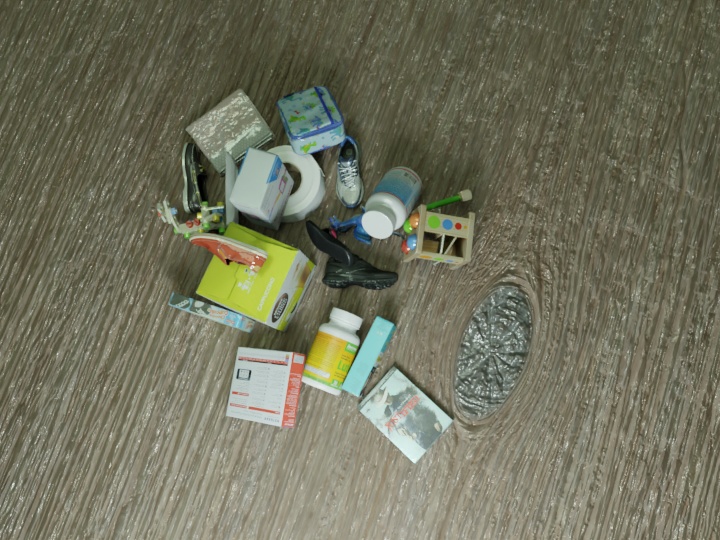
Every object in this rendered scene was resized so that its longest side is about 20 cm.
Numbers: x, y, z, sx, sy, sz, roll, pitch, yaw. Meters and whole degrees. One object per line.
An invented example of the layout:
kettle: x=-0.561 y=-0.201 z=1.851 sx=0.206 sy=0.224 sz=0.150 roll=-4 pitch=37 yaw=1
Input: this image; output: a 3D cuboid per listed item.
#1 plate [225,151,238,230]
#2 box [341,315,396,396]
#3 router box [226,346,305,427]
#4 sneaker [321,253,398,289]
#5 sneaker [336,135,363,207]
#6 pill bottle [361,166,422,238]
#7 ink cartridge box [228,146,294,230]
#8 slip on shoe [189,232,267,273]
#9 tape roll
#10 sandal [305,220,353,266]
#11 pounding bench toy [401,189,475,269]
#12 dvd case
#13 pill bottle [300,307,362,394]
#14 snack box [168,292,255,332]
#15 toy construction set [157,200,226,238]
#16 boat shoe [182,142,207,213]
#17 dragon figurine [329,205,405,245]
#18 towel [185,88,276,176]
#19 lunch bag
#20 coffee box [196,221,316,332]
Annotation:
plate: x=-0.339 y=-0.186 z=1.728 sx=0.032 sy=0.200 sz=0.200 roll=-1 pitch=77 yaw=-9
box: x=0.023 y=0.217 z=1.642 sx=0.049 sy=0.082 sz=0.200 roll=25 pitch=83 yaw=12
router box: x=-0.240 y=0.288 z=1.636 sx=0.200 sy=0.049 sz=0.180 roll=1 pitch=77 yaw=38
sneaker: x=0.000 y=0.000 z=1.700 sx=0.200 sy=0.076 sz=0.091 roll=4 pitch=70 yaw=6
sneaker: x=-0.036 y=-0.270 z=1.754 sx=0.077 sy=0.085 sz=0.200 roll=-6 pitch=78 yaw=7
pill bottle: x=0.078 y=-0.171 z=1.658 sx=0.109 sy=0.109 sz=0.200 roll=21 pitch=45 yaw=12
ink cartridge box: x=-0.243 y=-0.201 z=1.639 sx=0.085 sy=0.200 sz=0.145 roll=17 pitch=81 yaw=8
slip on shoe: x=-0.320 y=-0.045 z=1.553 sx=0.200 sy=0.074 sz=0.061 roll=18 pitch=84 yaw=10
tape roll: x=-0.199 y=-0.236 z=1.778 sx=0.202 sy=0.071 sz=0.203 roll=-2 pitch=77 yaw=8
sandal: x=-0.074 y=-0.075 z=1.709 sx=0.045 sy=0.075 sz=0.200 roll=-34 pitch=48 yaw=-25
pounding bench toy: x=0.192 y=-0.120 z=1.646 sx=0.156 sy=0.124 sz=0.200 roll=10 pitch=79 yaw=-10
dvd case: x=0.110 y=0.359 z=1.630 sx=0.200 sy=0.022 sz=0.146 roll=42 pitch=86 yaw=15
pill bottle: x=-0.068 y=0.201 z=1.643 sx=0.111 sy=0.111 sz=0.200 roll=20 pitch=82 yaw=12
snack box: x=-0.386 y=0.111 z=1.705 sx=0.200 sy=0.116 sz=0.037 roll=17 pitch=81 yaw=11
toy construction set: x=-0.445 y=-0.135 z=1.756 sx=0.200 sy=0.131 sz=0.092 roll=4 pitch=79 yaw=13
boat shoe: x=-0.458 y=-0.260 z=1.821 sx=0.060 sy=0.072 sz=0.202 roll=-4 pitch=85 yaw=7
dragon figurine: x=0.015 y=-0.102 z=1.721 sx=0.200 sy=0.059 sz=0.100 roll=32 pitch=85 yaw=5
towel: x=-0.370 y=-0.394 z=1.856 sx=0.200 sy=0.032 sz=0.191 roll=-36 pitch=75 yaw=-2
lunch bag: x=-0.130 y=-0.410 z=1.763 sx=0.161 sy=0.083 sz=0.200 roll=-17 pitch=50 yaw=-5
coffee box: x=-0.259 y=0.021 z=1.664 sx=0.200 sy=0.198 sz=0.200 roll=23 pitch=82 yaw=12
